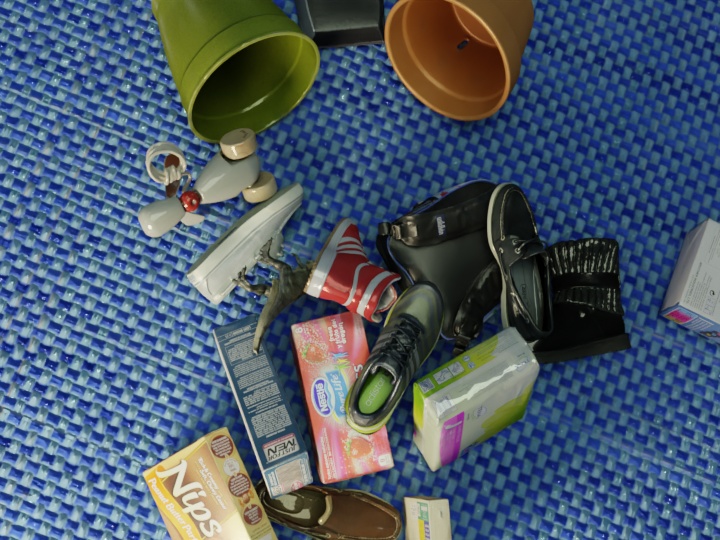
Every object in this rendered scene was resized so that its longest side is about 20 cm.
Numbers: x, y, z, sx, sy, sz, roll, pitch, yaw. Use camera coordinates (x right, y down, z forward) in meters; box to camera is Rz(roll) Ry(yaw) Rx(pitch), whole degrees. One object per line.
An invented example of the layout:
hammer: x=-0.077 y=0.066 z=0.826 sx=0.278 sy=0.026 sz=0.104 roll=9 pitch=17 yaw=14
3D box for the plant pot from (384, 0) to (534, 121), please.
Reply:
plant pot: x=0.150 y=-0.332 z=1.312 sx=0.199 sy=0.201 sz=0.141 roll=37 pitch=60 yaw=3

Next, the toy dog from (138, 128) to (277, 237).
toy dog: x=-0.212 y=-0.121 z=1.265 sx=0.197 sy=0.096 sz=0.135 roll=-11 pitch=113 yaw=-30

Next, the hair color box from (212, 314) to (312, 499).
hair color box: x=-0.122 y=0.169 z=1.180 sx=0.059 sy=0.101 sz=0.202 roll=-19 pitch=60 yaw=-10

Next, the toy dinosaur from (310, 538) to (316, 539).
toy dinosaur: x=-0.007 y=0.424 z=1.181 sx=0.135 sy=0.102 sz=0.201 roll=-35 pitch=102 yaw=19

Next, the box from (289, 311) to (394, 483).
box: x=-0.027 y=0.165 z=1.222 sx=0.093 sy=0.103 sz=0.204 roll=-11 pitch=80 yaw=-8

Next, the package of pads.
package of pads: x=0.143 y=0.164 z=1.188 sx=0.153 sy=0.201 sz=0.069 roll=-28 pitch=64 yaw=-12

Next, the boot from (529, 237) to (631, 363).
boot: x=0.266 y=0.042 z=1.287 sx=0.207 sy=0.079 sz=0.161 roll=-7 pitch=85 yaw=-18

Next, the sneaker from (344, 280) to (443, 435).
sneaker: x=0.045 y=0.105 z=1.139 sx=0.073 sy=0.081 sz=0.203 roll=26 pitch=83 yaw=3

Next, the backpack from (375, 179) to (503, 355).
backpack: x=0.133 y=-0.020 z=1.251 sx=0.189 sy=0.154 sz=0.202 roll=-32 pitch=99 yaw=-9

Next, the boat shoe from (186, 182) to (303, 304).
boat shoe: x=-0.143 y=-0.035 z=1.277 sx=0.201 sy=0.070 sz=0.072 roll=-44 pitch=107 yaw=-16

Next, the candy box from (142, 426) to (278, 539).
candy box: x=-0.177 y=0.313 z=1.170 sx=0.114 sy=0.055 sz=0.203 roll=-31 pitch=80 yaw=25

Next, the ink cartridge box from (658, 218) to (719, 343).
ink cartridge box: x=0.538 y=0.038 z=1.320 sx=0.197 sy=0.076 sz=0.138 roll=25 pitch=77 yaw=1

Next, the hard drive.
hard drive: x=-0.033 y=-0.428 z=1.379 sx=0.132 sy=0.042 sz=0.205 roll=-5 pitch=78 yaw=-7

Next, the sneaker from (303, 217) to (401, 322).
sneaker: x=0.000 y=0.000 z=1.219 sx=0.111 sy=0.201 sz=0.072 roll=24 pitch=114 yaw=0

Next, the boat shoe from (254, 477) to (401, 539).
boat shoe: x=-0.042 y=0.311 z=1.200 sx=0.198 sy=0.075 sz=0.076 roll=11 pitch=77 yaw=-4

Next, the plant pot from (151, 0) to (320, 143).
plant pot: x=-0.185 y=-0.314 z=1.276 sx=0.198 sy=0.201 sz=0.195 roll=-29 pitch=70 yaw=-11

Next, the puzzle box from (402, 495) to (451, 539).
puzzle box: x=0.082 y=0.344 z=1.143 sx=0.025 sy=0.200 sz=0.136 roll=-2 pitch=79 yaw=-7

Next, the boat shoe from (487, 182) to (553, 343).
boat shoe: x=0.205 y=-0.010 z=1.172 sx=0.073 sy=0.066 sz=0.204 roll=-2 pitch=89 yaw=-27

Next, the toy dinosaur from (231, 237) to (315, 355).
toy dinosaur: x=-0.110 y=0.016 z=1.216 sx=0.088 sy=0.047 sz=0.200 roll=43 pitch=41 yaw=-3
